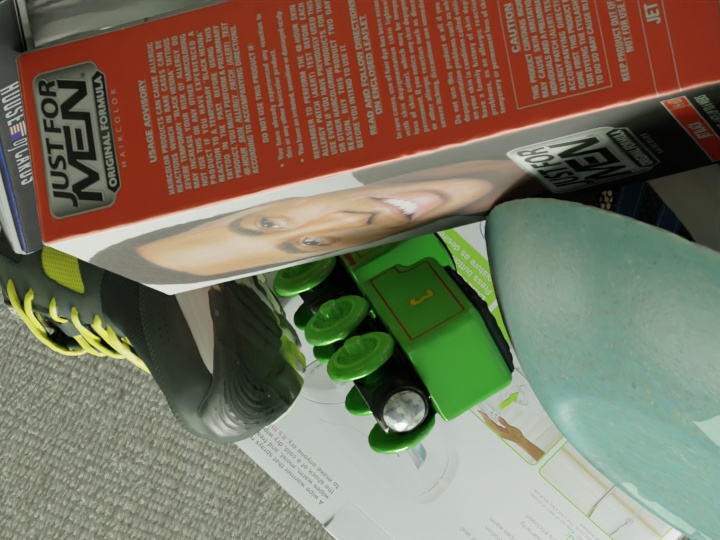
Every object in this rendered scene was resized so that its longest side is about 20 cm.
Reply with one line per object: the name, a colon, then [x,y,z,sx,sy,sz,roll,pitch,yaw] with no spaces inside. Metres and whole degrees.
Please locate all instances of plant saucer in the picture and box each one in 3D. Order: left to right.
plant saucer: [0.111,0.053,0.752,0.201,0.039,0.201,33,166,9]

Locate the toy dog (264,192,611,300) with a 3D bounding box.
toy dog: [0.045,-0.013,1.238,0.199,0.132,0.096,18,-163,6]

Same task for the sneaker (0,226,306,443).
sneaker: [-0.082,0.008,0.917,0.075,0.084,0.200,51,-175,-35]

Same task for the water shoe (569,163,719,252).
water shoe: [0.108,-0.004,0.834,0.071,0.079,0.200,-9,-122,-48]

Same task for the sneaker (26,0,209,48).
sneaker: [-0.016,-0.062,0.838,0.199,0.089,0.075,-6,179,25]

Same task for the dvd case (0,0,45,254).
dvd case: [-0.139,-0.103,0.808,0.151,0.025,0.200,62,168,15]

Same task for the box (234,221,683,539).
box: [0.059,0.056,1.152,0.200,0.177,0.097,41,-161,-3]

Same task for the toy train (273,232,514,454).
toy train: [0.000,0.000,0.843,0.042,0.056,0.200,60,178,-26]

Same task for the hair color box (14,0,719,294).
hair color box: [0.014,-0.049,0.741,0.199,0.062,0.101,-13,168,16]
